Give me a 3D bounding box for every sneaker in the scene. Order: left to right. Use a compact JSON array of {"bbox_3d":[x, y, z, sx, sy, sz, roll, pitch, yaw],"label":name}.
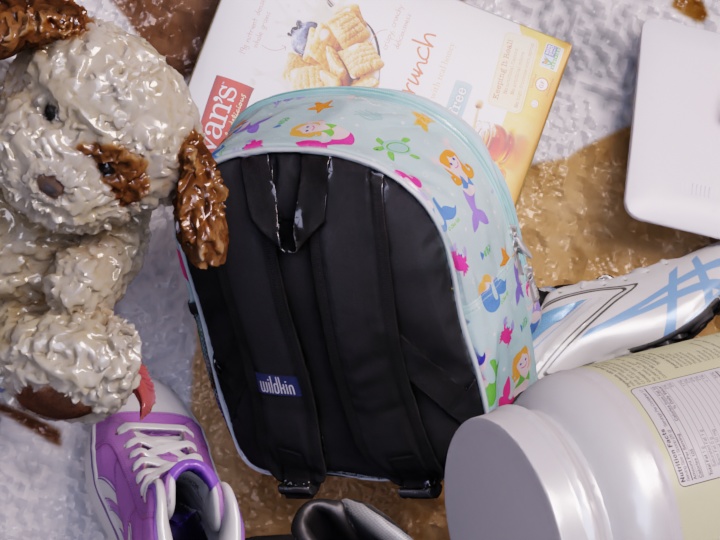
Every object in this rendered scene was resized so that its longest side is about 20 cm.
[{"bbox_3d":[-0.095,0.113,1.188,0.072,0.115,0.201,-1,47,-19],"label":"sneaker"},{"bbox_3d":[-0.022,0.151,1.183,0.199,0.116,0.075,7,55,37],"label":"sneaker"},{"bbox_3d":[0.140,0.025,1.276,0.199,0.072,0.073,-28,79,-10],"label":"sneaker"}]

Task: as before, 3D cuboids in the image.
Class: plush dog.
[{"bbox_3d":[-0.147,-0.050,1.127,0.200,0.161,0.172,43,125,-9],"label":"plush dog"}]

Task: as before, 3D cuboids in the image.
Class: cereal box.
[{"bbox_3d":[0.004,-0.097,1.289,0.199,0.040,0.145,20,84,-3],"label":"cereal box"}]

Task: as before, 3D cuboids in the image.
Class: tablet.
[{"bbox_3d":[0.251,-0.069,1.297,0.199,0.014,0.131,13,66,-9],"label":"tablet"}]

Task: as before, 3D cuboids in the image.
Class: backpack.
[{"bbox_3d":[0.000,0.000,1.186,0.177,0.151,0.201,0,125,28],"label":"backpack"}]

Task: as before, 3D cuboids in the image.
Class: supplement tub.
[{"bbox_3d":[0.157,0.110,1.121,0.199,0.145,0.146,-12,85,-23],"label":"supplement tub"}]

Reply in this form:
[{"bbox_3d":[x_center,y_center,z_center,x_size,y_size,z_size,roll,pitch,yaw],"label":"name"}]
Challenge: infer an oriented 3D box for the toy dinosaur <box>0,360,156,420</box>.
[{"bbox_3d":[-0.235,0.015,1.201,0.181,0.199,0.106,9,87,-46],"label":"toy dinosaur"}]
